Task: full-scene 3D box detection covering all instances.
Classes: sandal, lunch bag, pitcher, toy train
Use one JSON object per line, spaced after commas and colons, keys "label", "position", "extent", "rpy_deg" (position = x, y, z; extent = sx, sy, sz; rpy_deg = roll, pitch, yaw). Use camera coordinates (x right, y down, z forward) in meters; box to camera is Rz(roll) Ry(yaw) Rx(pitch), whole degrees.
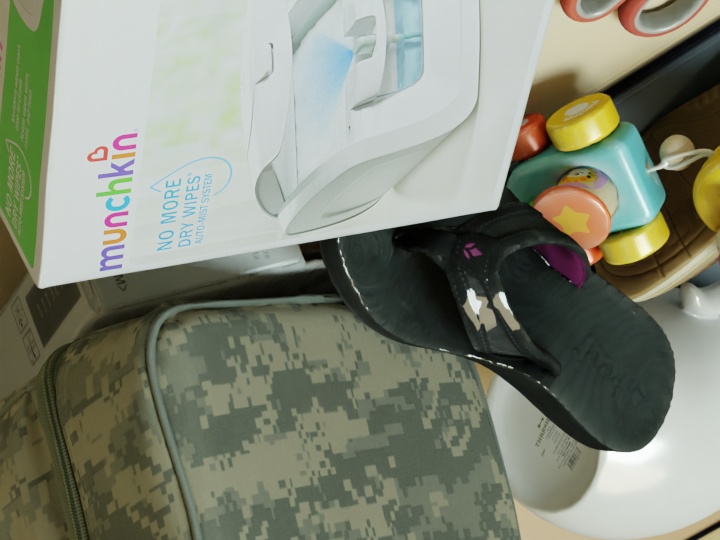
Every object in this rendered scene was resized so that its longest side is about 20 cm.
{"label": "sandal", "position": [0.065, 0.009, 0.957], "extent": [0.048, 0.075, 0.200], "rpy_deg": [-1, 156, 47]}
{"label": "lunch bag", "position": [-0.058, 0.094, 0.969], "extent": [0.168, 0.140, 0.200], "rpy_deg": [-21, 169, 38]}
{"label": "pitcher", "position": [0.165, 0.043, 1.211], "extent": [0.200, 0.121, 0.172], "rpy_deg": [-9, 129, -41]}
{"label": "toy train", "position": [0.135, 0.011, 1.048], "extent": [0.200, 0.056, 0.150], "rpy_deg": [21, 123, 11]}

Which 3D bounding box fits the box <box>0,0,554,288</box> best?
{"label": "box", "position": [-0.032, -0.107, 0.819], "extent": [0.176, 0.097, 0.200], "rpy_deg": [-10, 141, -21]}

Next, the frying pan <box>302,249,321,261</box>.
{"label": "frying pan", "position": [-0.017, 0.004, 1.079], "extent": [0.115, 0.031, 0.190], "rpy_deg": [-10, 151, -2]}

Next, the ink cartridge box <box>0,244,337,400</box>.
{"label": "ink cartridge box", "position": [-0.067, 0.021, 1.028], "extent": [0.173, 0.044, 0.200], "rpy_deg": [-14, 163, -30]}

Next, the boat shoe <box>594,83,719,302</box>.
{"label": "boat shoe", "position": [0.181, -0.052, 1.086], "extent": [0.069, 0.074, 0.200], "rpy_deg": [11, 137, -35]}

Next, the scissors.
{"label": "scissors", "position": [0.167, -0.152, 0.972], "extent": [0.200, 0.014, 0.073], "rpy_deg": [-35, 146, 25]}
